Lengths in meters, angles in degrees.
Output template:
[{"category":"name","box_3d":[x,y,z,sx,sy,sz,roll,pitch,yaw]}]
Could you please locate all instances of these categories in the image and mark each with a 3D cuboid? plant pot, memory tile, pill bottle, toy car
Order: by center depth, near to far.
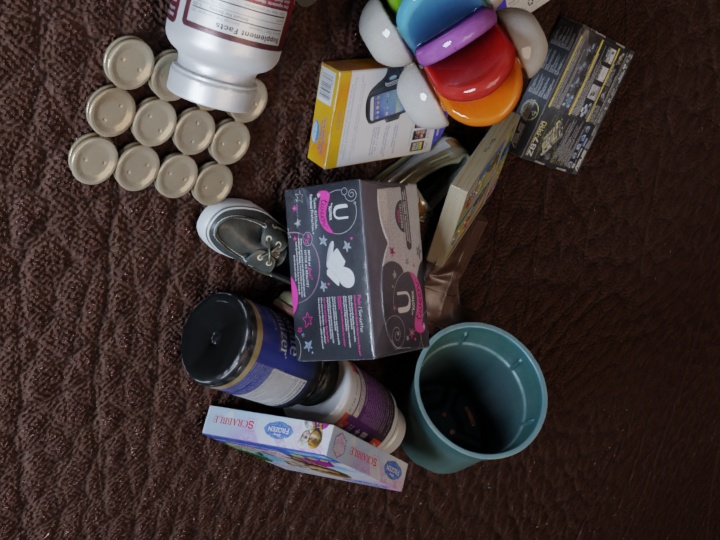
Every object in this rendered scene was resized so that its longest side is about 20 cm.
[{"category":"pill bottle","box_3d":[-0.117,-0.257,0.874,0.112,0.113,0.202,0,116,-45]},{"category":"memory tile","box_3d":[-0.192,-0.148,0.962,0.199,0.017,0.154,8,111,-47]},{"category":"toy car","box_3d":[0.104,-0.246,1.010,0.174,0.150,0.201,-29,112,11]},{"category":"pill bottle","box_3d":[-0.116,0.106,1.150,0.112,0.112,0.200,-57,142,4]},{"category":"pill bottle","box_3d":[-0.015,0.195,1.315,0.112,0.111,0.200,-52,141,-2]},{"category":"plant pot","box_3d":[0.147,0.207,1.402,0.199,0.201,0.196,-30,166,-26]}]

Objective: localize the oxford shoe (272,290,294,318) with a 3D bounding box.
[{"category":"oxford shoe","box_3d":[-0.039,0.035,1.217,0.199,0.070,0.074,8,107,-58]}]

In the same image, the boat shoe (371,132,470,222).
[{"category":"boat shoe","box_3d":[0.059,-0.096,1.212,0.200,0.068,0.075,-50,141,-4]}]

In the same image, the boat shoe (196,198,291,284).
[{"category":"boat shoe","box_3d":[-0.106,-0.028,1.104,0.199,0.057,0.069,25,99,-51]}]

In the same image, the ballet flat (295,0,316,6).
[{"category":"ballet flat","box_3d":[-0.022,-0.356,0.965,0.201,0.046,0.067,-55,145,-6]}]

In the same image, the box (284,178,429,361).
[{"category":"box","box_3d":[0.000,0.000,1.106,0.132,0.114,0.202,-4,90,-55]}]

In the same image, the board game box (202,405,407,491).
[{"category":"board game box","box_3d":[-0.069,0.233,1.226,0.199,0.198,0.042,38,61,-51]}]

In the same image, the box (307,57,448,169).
[{"category":"box","box_3d":[0.031,-0.196,1.134,0.199,0.041,0.120,-16,128,-41]}]

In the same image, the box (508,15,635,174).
[{"category":"box","box_3d":[0.304,-0.248,1.362,0.160,0.049,0.201,4,115,-48]}]

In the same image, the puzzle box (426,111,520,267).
[{"category":"puzzle box","box_3d":[0.150,-0.110,1.242,0.200,0.025,0.134,-53,164,-42]}]

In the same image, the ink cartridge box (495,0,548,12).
[{"category":"ink cartridge box","box_3d":[0.148,-0.379,1.107,0.198,0.043,0.201,-36,132,-22]}]

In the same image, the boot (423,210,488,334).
[{"category":"boot","box_3d":[0.153,-0.003,1.387,0.185,0.064,0.202,3,111,-49]}]
